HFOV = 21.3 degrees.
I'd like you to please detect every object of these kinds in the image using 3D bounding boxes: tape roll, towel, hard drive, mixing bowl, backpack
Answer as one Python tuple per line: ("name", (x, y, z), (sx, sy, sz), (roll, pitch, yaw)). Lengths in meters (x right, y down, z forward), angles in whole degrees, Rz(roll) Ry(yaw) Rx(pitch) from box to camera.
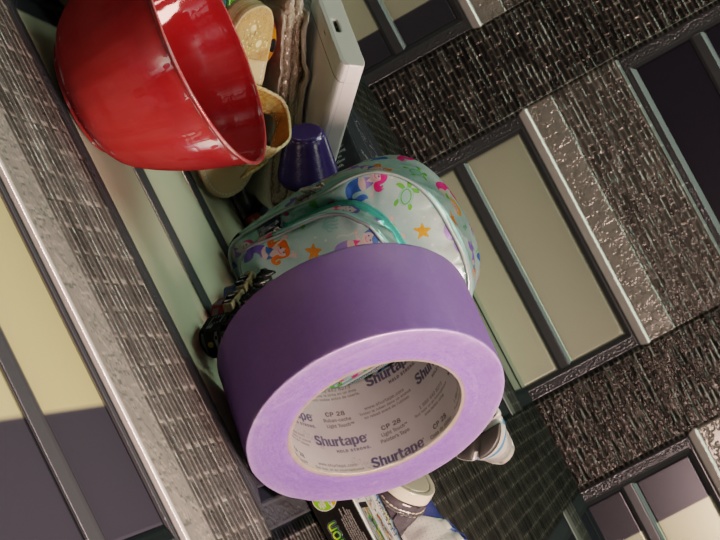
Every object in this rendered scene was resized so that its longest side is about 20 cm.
("tape roll", (0.000, 0.078, 1.412), (0.200, 0.199, 0.085), (51, 13, -51))
("towel", (-0.084, -0.166, 1.834), (0.133, 0.034, 0.201), (-142, -123, -69))
("hard drive", (-0.045, -0.145, 1.806), (0.132, 0.027, 0.201), (-109, -151, -48))
("mixing bowl", (-0.162, -0.154, 1.452), (0.200, 0.108, 0.201), (-21, 90, -76))
("backpack", (0.000, 0.000, 1.665), (0.178, 0.199, 0.151), (61, 11, -6))

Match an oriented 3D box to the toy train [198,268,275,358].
("toy train", (-0.095, 0.034, 1.513), (0.200, 0.046, 0.034), (-65, 138, -77))

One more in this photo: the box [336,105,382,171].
("box", (-0.030, -0.090, 1.976), (0.149, 0.107, 0.201), (52, 13, -50))

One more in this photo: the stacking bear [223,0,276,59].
("stacking bear", (-0.145, -0.225, 1.713), (0.200, 0.113, 0.122), (20, 80, -61))

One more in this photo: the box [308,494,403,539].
("box", (-0.028, 0.156, 1.558), (0.201, 0.035, 0.110), (62, 8, 3))

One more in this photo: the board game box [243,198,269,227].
("board game box", (-0.075, -0.027, 1.927), (0.103, 0.019, 0.200), (59, 8, -8))

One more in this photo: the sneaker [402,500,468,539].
("sneaker", (0.102, 0.271, 1.699), (0.081, 0.115, 0.200), (55, 11, -43))

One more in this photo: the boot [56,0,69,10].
("boot", (-0.230, -0.270, 1.587), (0.074, 0.075, 0.200), (59, 10, -30))

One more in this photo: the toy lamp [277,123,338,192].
("toy lamp", (-0.046, -0.040, 1.762), (0.058, 0.058, 0.201), (-106, -168, -57))

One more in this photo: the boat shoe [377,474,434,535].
("boat shoe", (0.002, 0.164, 1.692), (0.072, 0.063, 0.200), (15, 21, -29))

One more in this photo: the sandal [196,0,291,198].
("sandal", (-0.093, -0.132, 1.683), (0.070, 0.077, 0.213), (37, -43, 31))

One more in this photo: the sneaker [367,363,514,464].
("sneaker", (0.062, 0.116, 1.739), (0.200, 0.075, 0.087), (42, 1, 31))
